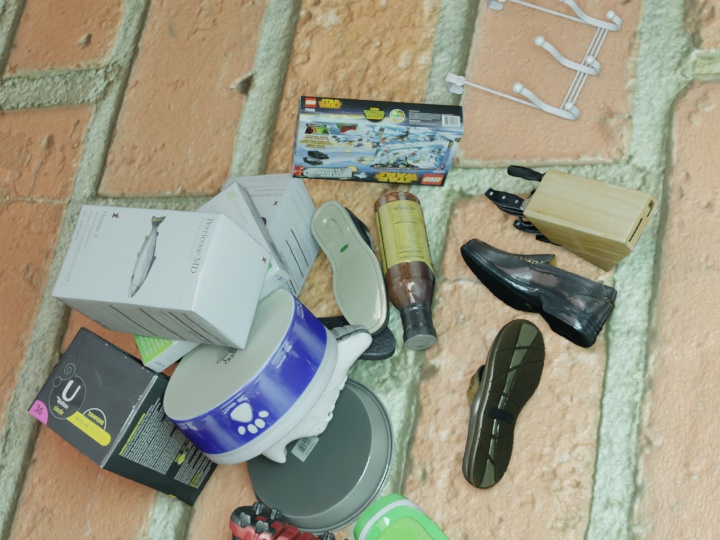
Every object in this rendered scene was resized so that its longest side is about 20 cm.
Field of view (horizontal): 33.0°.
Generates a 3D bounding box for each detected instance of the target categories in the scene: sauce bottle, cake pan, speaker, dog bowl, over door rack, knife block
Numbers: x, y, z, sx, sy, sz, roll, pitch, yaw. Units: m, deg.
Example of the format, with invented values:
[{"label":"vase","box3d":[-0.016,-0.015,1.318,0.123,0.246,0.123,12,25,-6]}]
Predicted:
[{"label":"sauce bottle","box3d":[0.058,0.001,1.504,0.066,0.066,0.201,-18,62,19]},{"label":"cake pan","box3d":[-0.056,0.218,1.477,0.199,0.037,0.201,-12,63,23]},{"label":"speaker","box3d":[0.078,0.337,1.323,0.088,0.088,0.200,-46,55,2]},{"label":"dog bowl","box3d":[-0.126,0.118,1.380,0.200,0.079,0.200,-34,25,19]},{"label":"over door rack","box3d":[0.213,-0.283,1.553,0.199,0.067,0.148,20,77,33]},{"label":"knife block","box3d":[0.231,-0.074,1.385,0.175,0.200,0.064,29,82,5]}]

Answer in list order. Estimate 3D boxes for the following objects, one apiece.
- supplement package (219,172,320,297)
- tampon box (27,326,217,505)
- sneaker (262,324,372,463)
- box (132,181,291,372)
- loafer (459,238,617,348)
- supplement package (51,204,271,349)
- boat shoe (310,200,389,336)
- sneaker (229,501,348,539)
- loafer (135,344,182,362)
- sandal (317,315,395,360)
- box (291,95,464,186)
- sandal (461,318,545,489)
[{"label":"supplement package","box3d":[-0.138,-0.016,1.544,0.113,0.110,0.200,-3,43,26]},{"label":"tampon box","box3d":[-0.276,0.184,1.509,0.150,0.200,0.127,26,81,35]},{"label":"sneaker","box3d":[-0.059,0.143,1.447,0.200,0.087,0.075,-42,11,5]},{"label":"box","box3d":[-0.192,0.007,1.435,0.200,0.036,0.145,-34,57,9]},{"label":"loafer","box3d":[0.207,0.012,1.422,0.200,0.073,0.072,34,76,25]},{"label":"supplement package","box3d":[-0.220,0.005,1.358,0.199,0.117,0.117,4,68,28]},{"label":"boat shoe","box3d":[0.000,0.000,1.527,0.072,0.068,0.201,-34,52,17]},{"label":"sneaker","box3d":[-0.068,0.347,1.404,0.200,0.071,0.098,20,102,17]},{"label":"loafer","box3d":[-0.210,0.088,1.595,0.199,0.076,0.068,6,76,29]},{"label":"sandal","box3d":[-0.046,0.091,1.519,0.199,0.045,0.075,3,33,22]},{"label":"box","box3d":[0.018,-0.158,1.503,0.199,0.137,0.040,3,63,-7]},{"label":"sandal","box3d":[0.153,0.149,1.390,0.054,0.082,0.201,5,75,52]}]
